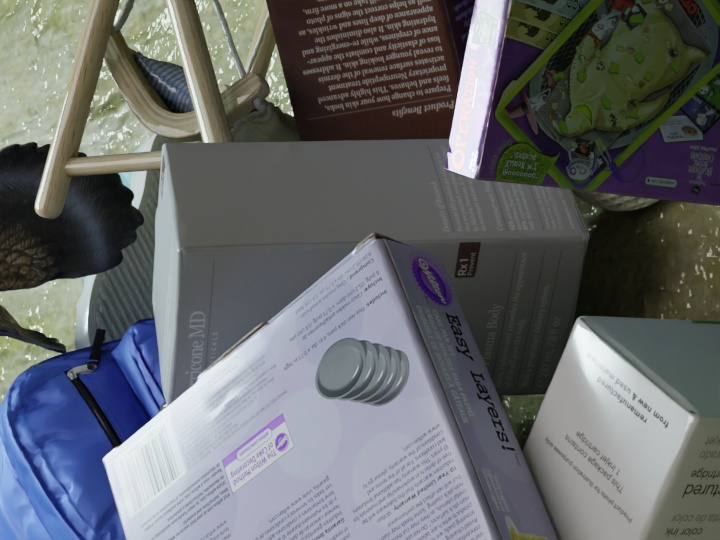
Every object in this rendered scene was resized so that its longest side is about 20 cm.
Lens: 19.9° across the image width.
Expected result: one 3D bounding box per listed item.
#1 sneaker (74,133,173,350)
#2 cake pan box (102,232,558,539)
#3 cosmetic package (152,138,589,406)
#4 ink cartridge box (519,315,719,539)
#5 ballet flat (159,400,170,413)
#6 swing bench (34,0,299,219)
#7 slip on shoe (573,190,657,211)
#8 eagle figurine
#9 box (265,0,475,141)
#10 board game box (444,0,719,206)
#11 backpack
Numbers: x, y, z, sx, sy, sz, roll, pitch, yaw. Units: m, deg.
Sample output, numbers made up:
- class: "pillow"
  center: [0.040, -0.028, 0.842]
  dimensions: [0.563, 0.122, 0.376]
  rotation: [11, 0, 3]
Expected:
- class: "sneaker"
  center: [-0.146, 0.002, 1.300]
  dimensions: [0.082, 0.074, 0.201]
  rotation: [-35, 27, 41]
- class: "cake pan box"
  center: [-0.017, 0.116, 0.882]
  dimensions: [0.200, 0.052, 0.185]
  rotation: [-40, 55, 27]
- class: "cosmetic package"
  center: [0.000, 0.000, 0.993]
  dimensions: [0.091, 0.198, 0.107]
  rotation: [-108, 18, -47]
- class: "ink cartridge box"
  center: [0.131, 0.127, 0.883]
  dimensions: [0.084, 0.144, 0.201]
  rotation: [43, 121, 45]
- class: "ballet flat"
  center: [-0.050, 0.143, 0.988]
  dimensions: [0.068, 0.068, 0.201]
  rotation: [-39, 66, 39]
- class: "swing bench"
  center: [-0.078, -0.119, 1.128]
  dimensions: [0.129, 0.199, 0.202]
  rotation: [-3, 83, 23]
- class: "slip on shoe"
  center: [0.149, -0.117, 0.960]
  dimensions: [0.061, 0.073, 0.201]
  rotation: [-76, 3, -61]
- class: "eagle figurine"
  center: [-0.235, 0.014, 1.140]
  dimensions: [0.151, 0.200, 0.152]
  rotation: [6, 118, 31]
- class: "box"
  center: [0.011, -0.137, 1.054]
  dimensions: [0.099, 0.075, 0.202]
  rotation: [-6, 104, 25]
- class: "board game box"
  center: [0.130, -0.090, 0.858]
  dimensions: [0.032, 0.199, 0.121]
  rotation: [16, 99, 55]
- class: "backpack"
  center: [-0.110, 0.101, 1.139]
  dimensions: [0.163, 0.199, 0.168]
  rotation: [53, 139, 26]
